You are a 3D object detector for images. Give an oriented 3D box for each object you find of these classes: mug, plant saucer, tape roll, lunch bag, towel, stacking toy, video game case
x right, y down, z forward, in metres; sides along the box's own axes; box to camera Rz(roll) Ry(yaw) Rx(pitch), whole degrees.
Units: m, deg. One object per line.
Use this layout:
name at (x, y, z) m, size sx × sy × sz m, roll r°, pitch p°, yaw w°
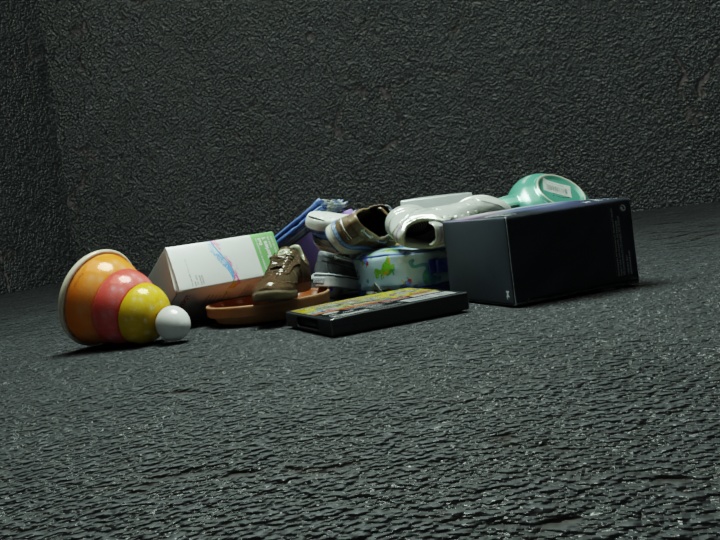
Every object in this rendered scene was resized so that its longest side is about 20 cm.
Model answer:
mug at (0.294, -0.080, 1.509) m, size 0.184 × 0.115 × 0.152 m, roll -24°, pitch 56°, yaw -41°
plant saucer at (-0.145, 0.058, 1.477) m, size 0.197 × 0.033 × 0.200 m, roll -7°, pitch 3°, yaw 0°
tape roll at (-0.079, -0.034, 1.801) m, size 0.199 × 0.066 × 0.200 m, roll -34°, pitch -4°, yaw -2°
lunch bag at (0.100, -0.003, 1.495) m, size 0.198 × 0.084 × 0.160 m, roll -11°, pitch 4°, yaw -42°
towel at (-0.100, -0.082, 1.705) m, size 0.146 × 0.024 × 0.200 m, roll -39°, pitch -4°, yaw 12°
stacking toy at (-0.325, 0.062, 1.348) m, size 0.198 × 0.148 × 0.145 m, roll 18°, pitch 17°, yaw 32°
video game case at (0.019, 0.054, 1.263) m, size 0.197 × 0.026 × 0.180 m, roll -10°, pitch 5°, yaw -22°

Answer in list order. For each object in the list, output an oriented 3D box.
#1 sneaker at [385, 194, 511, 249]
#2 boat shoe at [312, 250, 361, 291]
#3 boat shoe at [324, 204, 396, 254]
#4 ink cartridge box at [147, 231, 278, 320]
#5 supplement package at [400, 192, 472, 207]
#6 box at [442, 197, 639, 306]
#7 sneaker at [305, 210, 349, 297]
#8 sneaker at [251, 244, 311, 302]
sneaker at (0.140, -0.063, 1.419) m, size 0.197 × 0.076 × 0.100 m, roll -9°, pitch 20°, yaw -5°
boat shoe at (0.000, 0.000, 1.566) m, size 0.198 × 0.069 × 0.071 m, roll 7°, pitch -4°, yaw -43°
boat shoe at (0.026, -0.068, 1.530) m, size 0.072 × 0.073 × 0.199 m, roll -34°, pitch -9°, yaw 30°
ink cartridge box at (-0.245, 0.014, 1.562) m, size 0.198 × 0.085 × 0.145 m, roll -10°, pitch -20°, yaw -32°
supplement package at (0.168, -0.081, 1.967) m, size 0.148 × 0.154 × 0.200 m, roll -6°, pitch 4°, yaw 5°
box at (0.247, -0.029, 1.308) m, size 0.196 × 0.125 × 0.200 m, roll -10°, pitch 4°, yaw -20°
sneaker at (-0.039, -0.021, 1.621) m, size 0.080 × 0.149 × 0.199 m, roll 18°, pitch 10°, yaw 28°
sneaker at (-0.124, 0.004, 1.420) m, size 0.069 × 0.077 × 0.200 m, roll -7°, pitch 4°, yaw 9°
